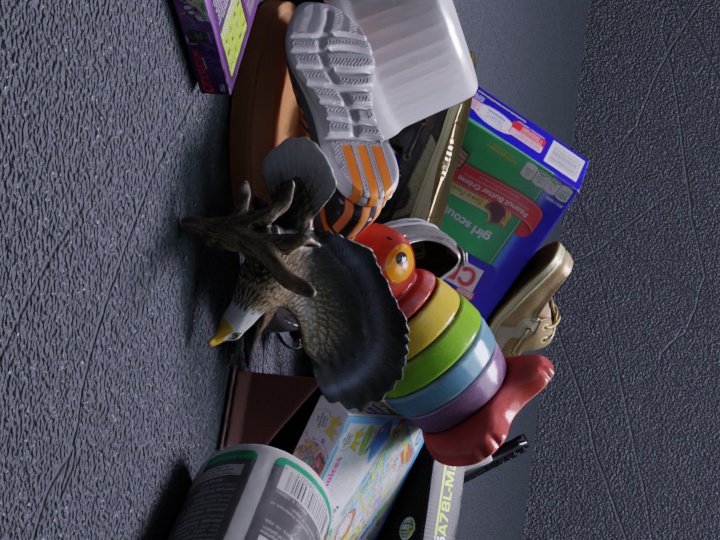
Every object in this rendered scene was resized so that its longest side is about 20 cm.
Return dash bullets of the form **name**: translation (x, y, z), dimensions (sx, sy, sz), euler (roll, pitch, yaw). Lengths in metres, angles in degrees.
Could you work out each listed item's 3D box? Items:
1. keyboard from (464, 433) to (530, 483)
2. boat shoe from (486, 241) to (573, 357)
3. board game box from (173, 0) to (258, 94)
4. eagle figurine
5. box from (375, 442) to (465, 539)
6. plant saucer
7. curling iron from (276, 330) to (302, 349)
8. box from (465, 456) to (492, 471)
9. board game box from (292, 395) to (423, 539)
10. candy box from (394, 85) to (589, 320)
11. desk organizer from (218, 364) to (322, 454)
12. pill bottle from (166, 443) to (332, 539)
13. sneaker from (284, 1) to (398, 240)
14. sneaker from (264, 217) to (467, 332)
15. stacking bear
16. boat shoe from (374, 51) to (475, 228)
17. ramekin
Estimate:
- **keyboard**: translation (0.075, 0.212, 1.718), dimensions (0.021, 0.199, 0.127), euler (64, 4, 4)
- **boat shoe**: translation (0.166, 0.049, 1.776), dimensions (0.200, 0.066, 0.074), euler (-54, -176, 44)
- **board game box**: translation (-0.095, -0.243, 1.294), dimensions (0.120, 0.032, 0.201), euler (84, 15, -53)
- **eagle figurine**: translation (-0.057, 0.010, 1.340), dimensions (0.200, 0.150, 0.152), euler (48, 25, -58)
- **box**: translation (0.012, 0.214, 1.594), dimensions (0.047, 0.200, 0.194), euler (17, 75, -36)
- **plant saucer**: translation (-0.065, -0.122, 1.462), dimensions (0.200, 0.032, 0.202), euler (5, 90, -77)
- **curling iron**: translation (0.003, 0.081, 1.565), dimensions (0.026, 0.199, 0.050), euler (-44, -151, 32)
- **box**: translation (0.046, 0.093, 1.681), dimensions (0.158, 0.048, 0.201), euler (-13, -85, 68)
- **board game box**: translation (-0.026, 0.203, 1.485), dimensions (0.134, 0.034, 0.201), euler (11, 108, -56)
- **candy box**: translation (0.101, -0.066, 1.743), dimensions (0.200, 0.169, 0.077), euler (-57, 180, 33)
- **desk organizer**: translation (-0.054, 0.143, 1.505), dimensions (0.200, 0.077, 0.072), euler (58, 39, -69)
- **pill bottle**: translation (-0.095, 0.229, 1.276), dimensions (0.200, 0.112, 0.114), euler (-67, 158, -52)
- **sneaker**: translation (-0.035, -0.109, 1.391), dimensions (0.112, 0.077, 0.201), euler (126, -39, -50)
- **sneaker**: translation (0.000, 0.000, 1.498), dimensions (0.199, 0.082, 0.075), euler (-23, 109, -27)
- **stacking bear**: translation (0.043, 0.047, 1.432), dimensions (0.200, 0.114, 0.122), euler (52, 58, -16)
- **boat shoe**: translation (0.057, -0.113, 1.620), dimensions (0.072, 0.066, 0.202), euler (65, 39, -74)
- **ramekin**: translation (0.032, -0.224, 1.542), dimensions (0.200, 0.097, 0.201), euler (-18, 90, -83)
